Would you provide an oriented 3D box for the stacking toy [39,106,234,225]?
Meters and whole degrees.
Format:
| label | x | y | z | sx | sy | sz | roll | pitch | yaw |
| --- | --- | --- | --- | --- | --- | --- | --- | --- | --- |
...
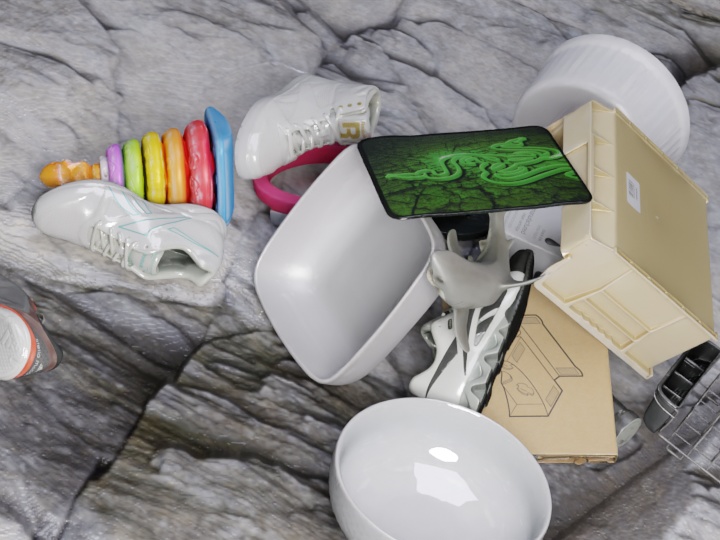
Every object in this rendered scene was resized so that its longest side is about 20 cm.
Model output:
| label | x | y | z | sx | sy | sz | roll | pitch | yaw |
| --- | --- | --- | --- | --- | --- | --- | --- | --- | --- |
| stacking toy | -0.234 | -0.100 | 1.705 | 0.200 | 0.110 | 0.116 | -4 | 27 | -12 |

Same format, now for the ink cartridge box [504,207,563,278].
| label | x | y | z | sx | sy | sz | roll | pitch | yaw |
| --- | --- | --- | --- | --- | --- | --- | --- | --- | --- |
| ink cartridge box | 0.244 | -0.017 | 1.805 | 0.200 | 0.083 | 0.145 | 24 | 39 | 5 |

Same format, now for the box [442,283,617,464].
| label | x | y | z | sx | sy | sz | roll | pitch | yaw |
| --- | --- | --- | --- | --- | --- | --- | --- | --- | --- |
| box | 0.164 | 0.100 | 1.611 | 0.163 | 0.021 | 0.200 | 0 | 55 | 1 |

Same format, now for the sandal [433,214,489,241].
| label | x | y | z | sx | sy | sz | roll | pitch | yaw |
| --- | --- | --- | --- | --- | --- | --- | --- | --- | --- |
| sandal | 0.061 | -0.078 | 1.831 | 0.200 | 0.048 | 0.075 | 11 | 38 | -9 |

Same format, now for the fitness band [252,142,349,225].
| label | x | y | z | sx | sy | sz | roll | pitch | yaw |
| --- | --- | --- | --- | --- | --- | --- | --- | --- | --- |
| fitness band | -0.023 | -0.095 | 1.787 | 0.200 | 0.037 | 0.144 | 13 | 42 | 22 |

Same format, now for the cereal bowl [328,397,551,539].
| label | x | y | z | sx | sy | sz | roll | pitch | yaw |
| --- | --- | --- | --- | --- | --- | --- | --- | --- | --- |
| cereal bowl | 0.064 | 0.210 | 1.456 | 0.200 | 0.083 | 0.200 | 12 | 39 | -10 |

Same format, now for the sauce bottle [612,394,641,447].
| label | x | y | z | sx | sy | sz | roll | pitch | yaw |
| --- | --- | --- | --- | --- | --- | --- | --- | --- | --- |
| sauce bottle | 0.200 | 0.102 | 1.661 | 0.066 | 0.066 | 0.200 | -19 | 53 | -39 |

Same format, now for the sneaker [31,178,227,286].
| label | x | y | z | sx | sy | sz | roll | pitch | yaw |
| --- | --- | --- | --- | --- | --- | --- | --- | --- | --- |
| sneaker | -0.231 | -0.036 | 1.641 | 0.200 | 0.070 | 0.080 | 10 | 42 | -13 |

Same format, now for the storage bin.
| label | x | y | z | sx | sy | sz | roll | pitch | yaw |
| --- | --- | --- | --- | --- | --- | --- | --- | --- | --- |
| storage bin | 0.262 | -0.035 | 1.633 | 0.198 | 0.094 | 0.200 | 37 | 42 | -30 |

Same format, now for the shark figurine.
| label | x | y | z | sx | sy | sz | roll | pitch | yaw |
| --- | --- | --- | --- | --- | --- | --- | --- | --- | --- |
| shark figurine | 0.134 | -0.010 | 1.538 | 0.089 | 0.128 | 0.215 | -7 | 25 | 25 |

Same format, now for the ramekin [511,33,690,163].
| label | x | y | z | sx | sy | sz | roll | pitch | yaw |
| --- | --- | --- | --- | --- | --- | --- | --- | --- | --- |
| ramekin | 0.276 | -0.166 | 1.917 | 0.200 | 0.201 | 0.098 | 31 | 48 | 15 |

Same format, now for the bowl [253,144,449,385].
| label | x | y | z | sx | sy | sz | roll | pitch | yaw |
| --- | --- | --- | --- | --- | --- | --- | --- | --- | --- |
| bowl | 0.000 | 0.000 | 1.612 | 0.075 | 0.200 | 0.200 | 22 | 24 | -45 |

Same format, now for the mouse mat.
| label | x | y | z | sx | sy | sz | roll | pitch | yaw |
| --- | --- | --- | --- | --- | --- | --- | --- | --- | --- |
| mouse mat | 0.107 | -0.096 | 1.565 | 0.200 | 0.008 | 0.161 | -4 | 32 | -12 |

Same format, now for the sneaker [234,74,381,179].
| label | x | y | z | sx | sy | sz | roll | pitch | yaw |
| --- | --- | --- | --- | --- | --- | --- | --- | --- | --- |
| sneaker | -0.049 | -0.158 | 1.790 | 0.115 | 0.074 | 0.200 | 9 | 36 | 25 |

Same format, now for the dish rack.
| label | x | y | z | sx | sy | sz | roll | pitch | yaw |
| --- | --- | --- | --- | --- | --- | --- | --- | --- | --- |
| dish rack | 0.384 | 0.169 | 1.637 | 0.200 | 0.055 | 0.153 | 39 | 35 | 10 |

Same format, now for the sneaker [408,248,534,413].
| label | x | y | z | sx | sy | sz | roll | pitch | yaw |
| --- | --- | --- | --- | --- | --- | --- | --- | --- | --- |
| sneaker | 0.109 | 0.050 | 1.590 | 0.088 | 0.074 | 0.200 | 19 | 57 | 15 |

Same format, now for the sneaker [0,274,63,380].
| label | x | y | z | sx | sy | sz | roll | pitch | yaw |
| --- | --- | --- | --- | --- | --- | --- | --- | --- | --- |
| sneaker | -0.348 | 0.035 | 1.522 | 0.200 | 0.077 | 0.082 | 47 | 19 | 30 |
